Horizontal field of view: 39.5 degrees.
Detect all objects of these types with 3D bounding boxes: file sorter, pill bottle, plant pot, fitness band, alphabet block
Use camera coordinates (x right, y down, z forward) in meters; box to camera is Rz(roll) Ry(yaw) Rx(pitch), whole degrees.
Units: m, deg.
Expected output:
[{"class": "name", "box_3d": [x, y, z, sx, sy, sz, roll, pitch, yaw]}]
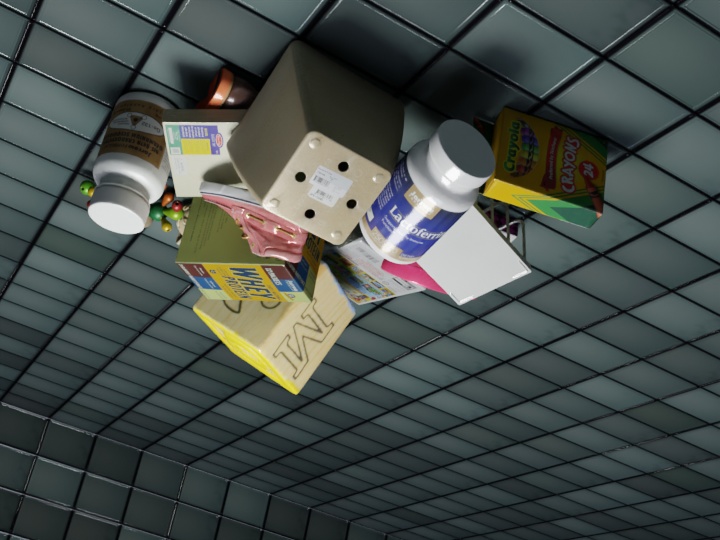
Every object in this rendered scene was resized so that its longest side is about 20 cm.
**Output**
[{"class": "file sorter", "box_3d": [0.155, -0.073, 1.567, 0.138, 0.126, 0.200, -27, 127, 29]}, {"class": "pill bottle", "box_3d": [-0.354, -0.166, 1.565, 0.112, 0.203, 0.115, 9, 153, 5]}, {"class": "plant pot", "box_3d": [-0.057, -0.157, 1.400, 0.198, 0.178, 0.201, 26, 119, -25]}, {"class": "fitness band", "box_3d": [0.126, 0.008, 1.769, 0.198, 0.038, 0.143, 13, -171, -45]}, {"class": "pill bottle", "box_3d": [0.091, -0.107, 1.377, 0.114, 0.117, 0.200, 23, 137, -20]}, {"class": "alphabet block", "box_3d": [-0.156, 0.074, 1.871, 0.194, 0.201, 0.197, 27, 162, 33]}]

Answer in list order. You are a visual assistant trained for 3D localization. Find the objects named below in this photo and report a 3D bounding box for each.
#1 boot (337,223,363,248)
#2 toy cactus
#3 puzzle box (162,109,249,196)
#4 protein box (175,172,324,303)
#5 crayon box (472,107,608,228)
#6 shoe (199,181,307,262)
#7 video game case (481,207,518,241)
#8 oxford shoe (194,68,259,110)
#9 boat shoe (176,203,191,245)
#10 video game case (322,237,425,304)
[{"class": "boot", "box_3d": [-0.028, -0.122, 1.644, 0.067, 0.200, 0.132, -24, 98, 12]}, {"class": "toy cactus", "box_3d": [-0.409, -0.111, 1.825, 0.196, 0.104, 0.165, 4, 164, 3]}, {"class": "puzzle box", "box_3d": [-0.228, -0.177, 1.540, 0.130, 0.026, 0.201, 0, 151, -4]}, {"class": "protein box", "box_3d": [-0.173, -0.066, 1.679, 0.196, 0.202, 0.135, 1, 153, 20]}, {"class": "crayon box", "box_3d": [0.250, -0.150, 1.426, 0.197, 0.129, 0.051, 16, 153, -8]}, {"class": "shoe", "box_3d": [-0.168, -0.075, 1.538, 0.197, 0.093, 0.071, 15, -175, 21]}, {"class": "video game case", "box_3d": [0.145, -0.066, 1.726, 0.197, 0.036, 0.181, 19, 152, -12]}, {"class": "oxford shoe", "box_3d": [-0.218, -0.228, 1.537, 0.072, 0.072, 0.200, 21, 151, -21]}, {"class": "boat shoe", "box_3d": [-0.309, -0.087, 1.841, 0.064, 0.073, 0.200, 14, 158, -7]}, {"class": "video game case", "box_3d": [0.000, 0.000, 1.926, 0.180, 0.023, 0.199, -14, 143, 40]}]
